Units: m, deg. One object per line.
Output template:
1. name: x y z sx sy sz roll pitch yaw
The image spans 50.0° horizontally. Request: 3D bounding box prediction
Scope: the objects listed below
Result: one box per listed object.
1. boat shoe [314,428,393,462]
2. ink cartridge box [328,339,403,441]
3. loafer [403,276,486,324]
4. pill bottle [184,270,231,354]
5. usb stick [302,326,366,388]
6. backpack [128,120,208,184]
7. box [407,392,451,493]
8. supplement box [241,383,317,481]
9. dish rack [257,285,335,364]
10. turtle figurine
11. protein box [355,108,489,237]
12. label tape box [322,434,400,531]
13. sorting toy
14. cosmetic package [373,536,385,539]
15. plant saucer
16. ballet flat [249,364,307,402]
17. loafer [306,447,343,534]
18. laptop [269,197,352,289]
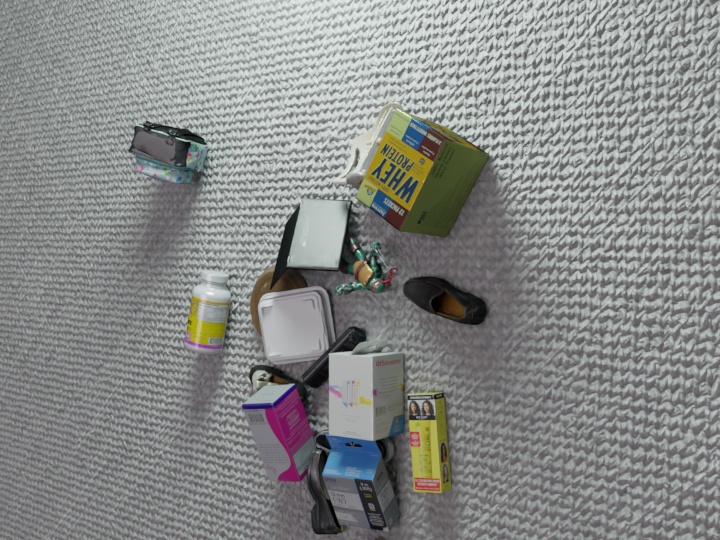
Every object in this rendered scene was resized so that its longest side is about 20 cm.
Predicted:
1. boat shoe: -0.018 0.396 1.749 0.196 0.067 0.074 7 93 36
2. ink cartridge box: 0.013 0.257 1.694 0.123 0.127 0.206 -2 87 35
3. loafer: 0.165 0.059 1.613 0.197 0.072 0.075 16 99 36
4. pill bottle: -0.395 0.107 2.010 0.102 0.103 0.206 15 97 35
5. usb stick: -0.063 0.204 1.799 0.200 0.055 0.033 -47 29 26
6. backpack: -0.498 -0.311 2.038 0.173 0.200 0.154 17 105 7
7. box: 0.145 0.364 1.642 0.074 0.050 0.206 -6 86 35
8. supplement box: -0.184 0.381 1.811 0.099 0.103 0.205 -8 106 34
9. dish rack: -0.160 0.135 1.845 0.195 0.043 0.177 -9 90 24
10. turtle figurine: 0.000 0.000 1.728 0.151 0.100 0.200 -50 44 4
11. protein box: 0.128 -0.194 1.577 0.134 0.198 0.202 37 109 30
12. label tape box: -0.008 0.467 1.696 0.140 0.066 0.204 -4 114 35
13. sorting toy: 0.016 -0.251 1.719 0.178 0.107 0.203 -2 54 49
14. cosmetic package: 0.009 0.651 1.643 0.105 0.198 0.072 41 110 27
15. plant saucer: -0.206 0.086 1.920 0.196 0.029 0.206 -2 87 35
16. ballet flat: -0.218 0.278 1.898 0.196 0.068 0.070 11 96 36
17. loafer: -0.077 0.512 1.792 0.071 0.072 0.206 -3 98 29
18. laptop: -0.118 -0.059 1.812 0.194 0.117 0.192 3 61 13
